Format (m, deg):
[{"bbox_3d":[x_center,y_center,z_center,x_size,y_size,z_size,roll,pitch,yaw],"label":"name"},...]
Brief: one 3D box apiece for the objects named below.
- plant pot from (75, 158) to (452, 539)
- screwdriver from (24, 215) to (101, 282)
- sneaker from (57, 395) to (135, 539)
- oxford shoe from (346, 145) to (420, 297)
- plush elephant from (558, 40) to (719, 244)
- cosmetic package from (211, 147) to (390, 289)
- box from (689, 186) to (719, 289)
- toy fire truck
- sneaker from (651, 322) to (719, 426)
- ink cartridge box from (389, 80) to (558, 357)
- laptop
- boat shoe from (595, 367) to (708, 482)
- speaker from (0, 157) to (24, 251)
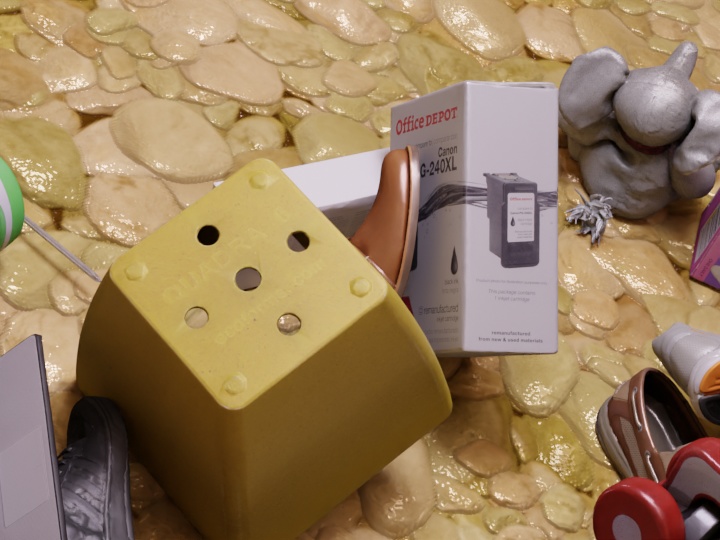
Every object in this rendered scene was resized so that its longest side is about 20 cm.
[{"bbox_3d":[-0.070,0.047,1.301,0.200,0.177,0.200,-37,68,-17],"label":"plant pot"},{"bbox_3d":[-0.271,-0.049,1.462,0.029,0.028,0.200,-42,73,-14],"label":"screwdriver"},{"bbox_3d":[-0.203,0.164,1.256,0.104,0.060,0.201,7,50,-25],"label":"sneaker"},{"bbox_3d":[0.000,0.000,1.439,0.071,0.201,0.071,15,2,-5],"label":"oxford shoe"},{"bbox_3d":[0.253,-0.133,1.705,0.164,0.155,0.200,30,42,5],"label":"plush elephant"},{"bbox_3d":[-0.034,-0.043,1.531,0.199,0.083,0.051,-13,55,-36],"label":"cosmetic package"},{"bbox_3d":[0.416,-0.041,1.679,0.199,0.176,0.097,25,41,-2],"label":"box"},{"bbox_3d":[0.234,0.222,1.315,0.112,0.201,0.168,-19,54,-43],"label":"toy fire truck"},{"bbox_3d":[0.305,0.091,1.534,0.200,0.076,0.092,34,9,-44],"label":"sneaker"},{"bbox_3d":[0.083,-0.036,1.466,0.083,0.145,0.202,2,86,-23],"label":"ink cartridge box"},{"bbox_3d":[-0.297,0.139,1.200,0.116,0.199,0.188,36,29,-44],"label":"laptop"},{"bbox_3d":[0.247,0.160,1.473,0.075,0.072,0.201,-9,53,-33],"label":"boat shoe"},{"bbox_3d":[-0.336,-0.023,1.358,0.199,0.089,0.088,-26,63,-42],"label":"speaker"}]
